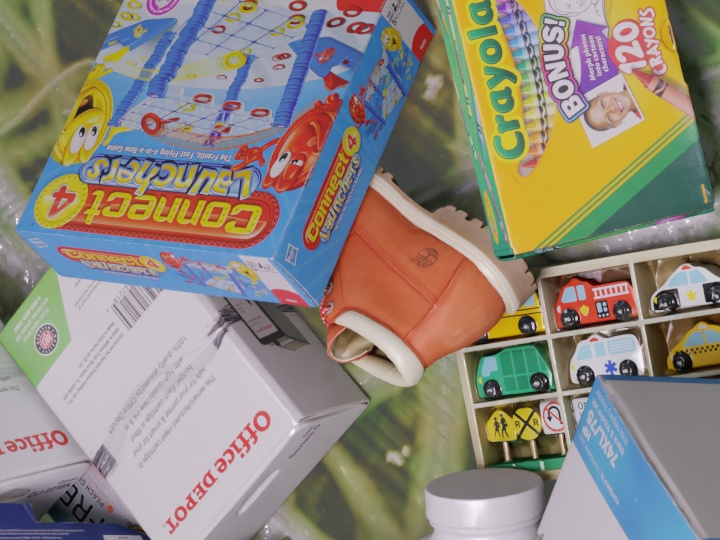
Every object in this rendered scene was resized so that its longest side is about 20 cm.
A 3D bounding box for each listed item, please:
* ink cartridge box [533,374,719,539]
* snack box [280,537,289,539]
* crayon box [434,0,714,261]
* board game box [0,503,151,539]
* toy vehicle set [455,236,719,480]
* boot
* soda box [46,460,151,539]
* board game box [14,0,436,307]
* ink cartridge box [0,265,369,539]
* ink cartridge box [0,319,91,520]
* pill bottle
[{"bbox_3d":[0.183,0.179,1.467,0.146,0.147,0.200,-119,40,-50],"label":"ink cartridge box"},{"bbox_3d":[-0.132,0.259,1.752,0.200,0.142,0.053,-44,74,32],"label":"snack box"},{"bbox_3d":[0.113,-0.115,1.527,0.119,0.058,0.200,-14,90,-7],"label":"crayon box"},{"bbox_3d":[-0.254,0.225,1.727,0.200,0.200,0.062,-44,57,32],"label":"board game box"},{"bbox_3d":[0.146,0.054,1.589,0.200,0.027,0.124,-10,92,36],"label":"toy vehicle set"},{"bbox_3d":[0.000,0.000,1.614,0.200,0.107,0.075,29,159,48],"label":"boot"},{"bbox_3d":[-0.171,0.133,1.807,0.200,0.064,0.068,47,121,21],"label":"soda box"},{"bbox_3d":[-0.082,-0.084,1.644,0.200,0.056,0.196,6,62,34],"label":"board game box"},{"bbox_3d":[-0.114,0.064,1.739,0.200,0.084,0.146,50,119,18],"label":"ink cartridge box"},{"bbox_3d":[-0.287,0.079,1.753,0.200,0.144,0.084,53,123,19],"label":"ink cartridge box"},{"bbox_3d":[0.080,0.221,1.607,0.111,0.111,0.200,1,102,35],"label":"pill bottle"}]
